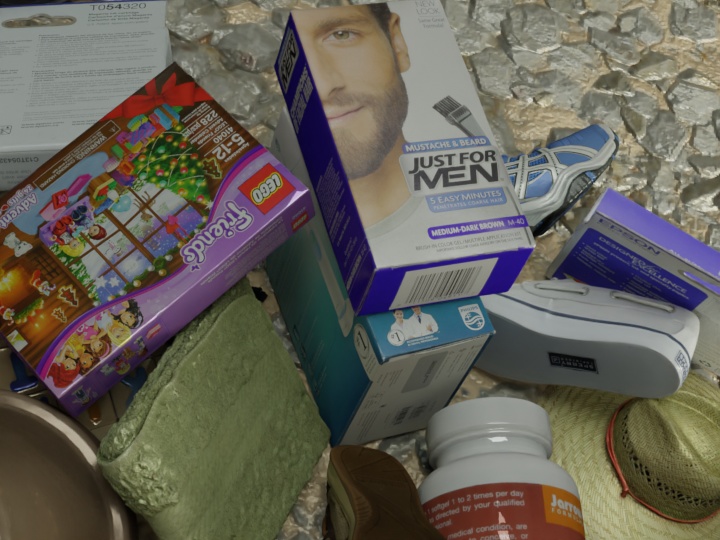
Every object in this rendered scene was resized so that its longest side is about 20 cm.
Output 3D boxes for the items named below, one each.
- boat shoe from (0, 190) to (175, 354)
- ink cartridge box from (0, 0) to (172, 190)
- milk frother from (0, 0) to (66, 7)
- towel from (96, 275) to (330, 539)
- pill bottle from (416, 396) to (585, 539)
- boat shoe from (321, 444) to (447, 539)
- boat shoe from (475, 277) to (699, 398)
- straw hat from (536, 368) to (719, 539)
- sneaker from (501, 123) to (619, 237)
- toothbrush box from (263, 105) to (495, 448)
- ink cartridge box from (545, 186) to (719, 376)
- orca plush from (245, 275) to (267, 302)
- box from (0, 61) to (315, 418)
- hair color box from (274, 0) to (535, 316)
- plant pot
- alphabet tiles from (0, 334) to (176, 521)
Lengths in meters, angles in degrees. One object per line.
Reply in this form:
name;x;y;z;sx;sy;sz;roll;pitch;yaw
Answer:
boat shoe;-0.184;0.006;1.011;0.200;0.060;0.074;35;98;13
ink cartridge box;-0.235;-0.127;1.051;0.196;0.043;0.200;-3;38;-2
milk frother;-0.245;-0.339;1.117;0.180;0.200;0.188;-19;67;-28
towel;-0.086;0.105;0.923;0.148;0.036;0.200;61;31;-24
pill bottle;0.091;0.189;0.942;0.112;0.112;0.200;4;60;-12
boat shoe;0.010;0.185;0.901;0.072;0.072;0.200;13;20;-20
boat shoe;0.142;0.039;1.043;0.200;0.074;0.065;14;48;24
straw hat;0.225;0.126;1.029;0.201;0.085;0.201;6;60;-10
sneaker;0.123;-0.065;1.121;0.200;0.076;0.077;-37;79;-30
toothbrush box;0.000;0.000;1.011;0.085;0.146;0.200;-13;63;-22
ink cartridge box;0.240;0.017;1.032;0.198;0.200;0.043;30;79;4
orca plush;-0.145;-0.052;1.048;0.105;0.071;0.200;-23;68;-25
box;-0.147;-0.023;0.916;0.200;0.039;0.137;-41;68;-13
hair color box;0.025;-0.077;0.940;0.109;0.065;0.200;-9;61;-19
plant pot;-0.235;0.155;0.810;0.200;0.175;0.200;0;79;0
alphabet tiles;-0.192;0.090;0.938;0.200;0.008;0.167;-17;91;-13
